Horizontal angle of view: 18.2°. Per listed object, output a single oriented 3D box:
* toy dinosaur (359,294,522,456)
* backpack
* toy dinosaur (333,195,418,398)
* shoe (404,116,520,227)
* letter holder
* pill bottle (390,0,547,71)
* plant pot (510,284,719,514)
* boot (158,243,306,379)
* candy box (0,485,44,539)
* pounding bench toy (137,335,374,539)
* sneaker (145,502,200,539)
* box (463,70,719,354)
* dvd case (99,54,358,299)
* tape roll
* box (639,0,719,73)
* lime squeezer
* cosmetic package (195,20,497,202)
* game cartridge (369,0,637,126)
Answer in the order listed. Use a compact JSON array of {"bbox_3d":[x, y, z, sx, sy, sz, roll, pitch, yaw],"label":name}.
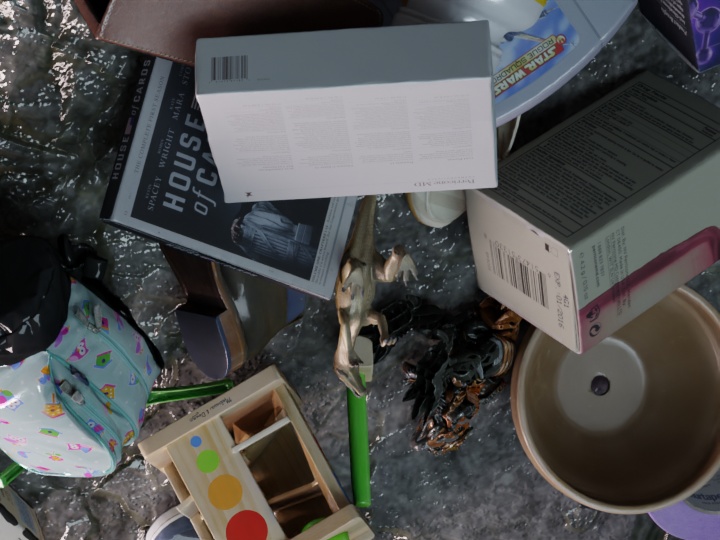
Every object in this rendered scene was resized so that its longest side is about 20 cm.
[{"bbox_3d":[0.080,0.064,1.850,0.135,0.102,0.202,1,104,-41],"label":"toy dinosaur"},{"bbox_3d":[-0.236,0.063,1.642,0.200,0.166,0.127,51,55,-48],"label":"backpack"},{"bbox_3d":[0.000,0.000,1.712,0.058,0.101,0.202,7,94,-19],"label":"toy dinosaur"},{"bbox_3d":[0.085,-0.115,1.732,0.069,0.053,0.201,4,121,-26],"label":"shoe"},{"bbox_3d":[-0.082,-0.218,1.561,0.199,0.101,0.143,13,115,-30],"label":"letter holder"},{"bbox_3d":[0.091,-0.237,1.581,0.111,0.111,0.201,21,94,-33],"label":"pill bottle"},{"bbox_3d":[0.214,0.099,1.889,0.199,0.093,0.203,-1,93,-13],"label":"plant pot"},{"bbox_3d":[-0.099,-0.026,1.724,0.097,0.074,0.201,-28,122,-37],"label":"boot"},{"bbox_3d":[-0.355,0.191,1.750,0.136,0.061,0.200,-37,130,4],"label":"candy box"},{"bbox_3d":[-0.044,0.164,1.777,0.199,0.157,0.124,-31,165,-1],"label":"pounding bench toy"},{"bbox_3d":[-0.071,0.259,1.868,0.201,0.146,0.077,8,121,-26],"label":"sneaker"},{"bbox_3d":[0.197,-0.048,1.745,0.199,0.128,0.109,-31,133,-24],"label":"box"},{"bbox_3d":[-0.086,-0.078,1.655,0.199,0.025,0.151,20,81,-34],"label":"dvd case"},{"bbox_3d":[0.329,0.145,2.011,0.199,0.066,0.201,-11,126,-15],"label":"tape roll"},{"bbox_3d":[0.281,-0.273,1.675,0.147,0.104,0.201,-23,128,-7],"label":"box"},{"bbox_3d":[-0.200,0.120,1.756,0.199,0.071,0.038,-22,130,-19],"label":"lime squeezer"},{"bbox_3d":[-0.006,-0.107,1.550,0.198,0.052,0.151,-3,151,3],"label":"cosmetic package"},{"bbox_3d":[0.097,-0.181,1.653,0.199,0.134,0.042,-35,170,2],"label":"game cartridge"}]
